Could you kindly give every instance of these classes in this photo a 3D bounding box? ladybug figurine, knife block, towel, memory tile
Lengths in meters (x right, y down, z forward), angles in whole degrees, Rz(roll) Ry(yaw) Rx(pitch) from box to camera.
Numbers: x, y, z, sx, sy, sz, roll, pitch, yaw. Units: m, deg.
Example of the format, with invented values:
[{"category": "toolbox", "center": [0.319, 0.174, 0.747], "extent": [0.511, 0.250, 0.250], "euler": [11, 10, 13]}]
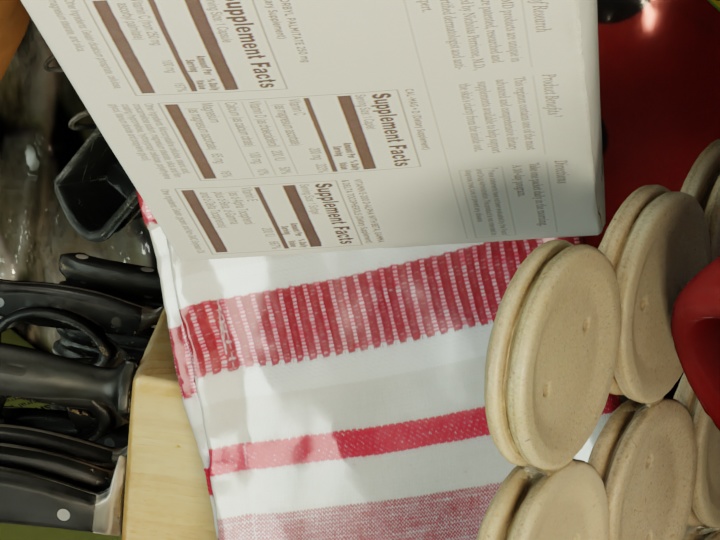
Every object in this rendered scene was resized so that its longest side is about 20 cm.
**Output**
[{"category": "ladybug figurine", "center": [0.055, -0.054, 0.827], "extent": [0.136, 0.072, 0.200], "euler": [53, 137, 31]}, {"category": "knife block", "center": [-0.036, 0.055, 0.895], "extent": [0.200, 0.175, 0.064], "euler": [32, 125, 45]}, {"category": "towel", "center": [0.000, 0.000, 0.811], "extent": [0.144, 0.023, 0.201], "euler": [-13, 89, 39]}, {"category": "memory tile", "center": [0.075, 0.046, 0.728], "extent": [0.017, 0.200, 0.154], "euler": [11, 111, 28]}]

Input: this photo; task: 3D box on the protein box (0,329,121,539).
[{"category": "protein box", "center": [-0.166, 0.134, 1.077], "extent": [0.200, 0.198, 0.136], "euler": [32, 125, 44]}]

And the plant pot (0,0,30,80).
[{"category": "plant pot", "center": [-0.174, -0.150, 0.942], "extent": [0.140, 0.200, 0.200], "euler": [-53, 56, 27]}]

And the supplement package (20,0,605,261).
[{"category": "supplement package", "center": [-0.005, -0.105, 0.666], "extent": [0.200, 0.110, 0.157], "euler": [70, -162, -74]}]

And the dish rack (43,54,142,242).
[{"category": "dish rack", "center": [-0.079, -0.129, 1.006], "extent": [0.153, 0.054, 0.201], "euler": [-45, 63, 49]}]

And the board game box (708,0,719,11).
[{"category": "board game box", "center": [0.130, -0.049, 0.652], "extent": [0.200, 0.029, 0.135], "euler": [44, 173, 14]}]

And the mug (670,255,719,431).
[{"category": "mug", "center": [0.127, 0.064, 0.613], "extent": [0.177, 0.134, 0.200], "euler": [17, 160, 20]}]
